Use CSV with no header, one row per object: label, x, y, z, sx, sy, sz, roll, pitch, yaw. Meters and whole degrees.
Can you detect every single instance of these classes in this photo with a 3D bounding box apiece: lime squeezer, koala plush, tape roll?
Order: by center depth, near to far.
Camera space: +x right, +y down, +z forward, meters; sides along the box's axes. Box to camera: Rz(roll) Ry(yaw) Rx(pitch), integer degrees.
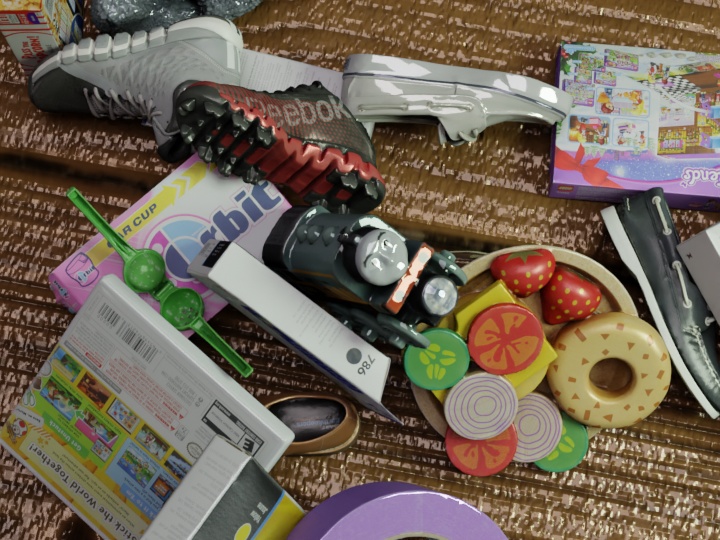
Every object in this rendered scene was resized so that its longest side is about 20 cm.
tape roll,0.028,0.265,1.081,0.199,0.066,0.201,1,88,-22
lime squeezer,-0.161,0.015,1.121,0.038,0.071,0.200,-44,90,8
koala plush,-0.155,-0.316,1.230,0.183,0.200,0.178,1,73,1

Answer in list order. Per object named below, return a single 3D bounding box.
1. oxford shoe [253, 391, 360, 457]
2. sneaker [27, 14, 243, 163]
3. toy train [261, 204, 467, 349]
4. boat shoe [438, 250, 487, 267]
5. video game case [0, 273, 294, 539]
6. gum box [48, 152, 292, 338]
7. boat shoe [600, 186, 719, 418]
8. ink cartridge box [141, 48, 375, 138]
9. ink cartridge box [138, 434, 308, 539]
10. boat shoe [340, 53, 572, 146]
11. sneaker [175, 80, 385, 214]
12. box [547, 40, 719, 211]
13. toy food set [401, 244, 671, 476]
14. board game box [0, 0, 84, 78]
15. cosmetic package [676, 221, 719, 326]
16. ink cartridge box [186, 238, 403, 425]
oxford shoe,-0.100,0.131,1.163,0.199,0.071,0.072,-13,75,-2
sneaker,-0.193,-0.141,1.209,0.199,0.075,0.116,-14,68,14
toy train,0.000,0.000,1.106,0.114,0.200,0.085,35,81,-21
boat shoe,0.125,0.016,1.191,0.202,0.075,0.075,6,73,3
video game case,-0.176,0.134,1.136,0.200,0.023,0.182,40,111,9
gum box,-0.155,-0.010,1.193,0.200,0.066,0.114,-41,94,-11
boat shoe,0.268,0.024,1.181,0.060,0.076,0.201,-27,79,12
ink cartridge box,-0.086,-0.144,1.264,0.199,0.037,0.095,15,75,3
ink cartridge box,-0.119,0.246,1.063,0.047,0.198,0.200,27,74,28
boat shoe,0.080,-0.140,1.220,0.199,0.072,0.066,9,87,-2
sneaker,-0.065,-0.117,1.163,0.200,0.071,0.098,22,52,-33
box,0.269,-0.126,1.251,0.199,0.039,0.137,6,73,2
toy food set,0.135,0.076,1.141,0.198,0.049,0.200,-37,111,10
board game box,-0.278,-0.284,1.249,0.046,0.152,0.201,0,72,1
cosmetic package,0.371,0.032,1.159,0.150,0.052,0.200,-26,84,-23
ink cartridge box,-0.044,0.047,1.134,0.200,0.099,0.039,39,81,-15
